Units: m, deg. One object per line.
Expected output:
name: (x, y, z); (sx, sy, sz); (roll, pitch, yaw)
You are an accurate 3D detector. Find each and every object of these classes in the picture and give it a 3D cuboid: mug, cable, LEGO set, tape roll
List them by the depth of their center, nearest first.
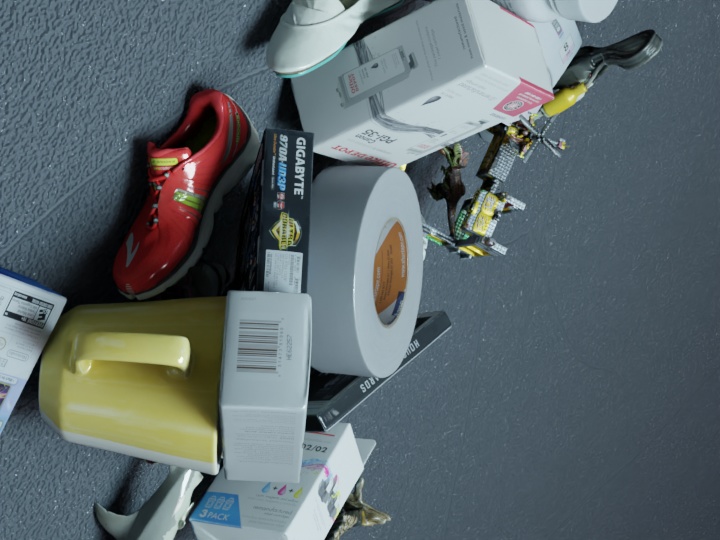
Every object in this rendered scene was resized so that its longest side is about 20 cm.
mug: (-0.188, 0.078, 1.290); (0.150, 0.152, 0.187); (-86, -178, -47)
tape roll: (0.000, 0.000, 1.472); (0.200, 0.066, 0.202); (5, 90, -70)
LEGO set: (0.111, -0.104, 1.576); (0.153, 0.116, 0.201); (36, 76, -15)
cable: (0.279, -0.232, 1.757); (0.050, 0.199, 0.097); (51, 51, -19)

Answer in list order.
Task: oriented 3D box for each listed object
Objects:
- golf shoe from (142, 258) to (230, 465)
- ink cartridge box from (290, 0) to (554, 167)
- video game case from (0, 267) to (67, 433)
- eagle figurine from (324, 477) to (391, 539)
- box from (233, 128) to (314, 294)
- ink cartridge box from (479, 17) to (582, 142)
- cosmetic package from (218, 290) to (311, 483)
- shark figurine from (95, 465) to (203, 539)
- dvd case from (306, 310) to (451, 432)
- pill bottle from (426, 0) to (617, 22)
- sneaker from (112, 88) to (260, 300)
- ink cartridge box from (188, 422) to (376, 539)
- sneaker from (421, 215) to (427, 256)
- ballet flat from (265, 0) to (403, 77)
golf shoe: (-0.163, 0.087, 1.427); (0.092, 0.072, 0.201); (-11, 121, -53)
ink cartridge box: (0.057, -0.171, 1.435); (0.146, 0.199, 0.083); (11, 61, -57)
video game case: (-0.341, 0.072, 1.187); (0.200, 0.045, 0.182); (28, 88, -58)
eagle figurine: (-0.060, 0.299, 1.638); (0.200, 0.151, 0.152); (-33, 165, -43)
box: (-0.080, -0.007, 1.354); (0.200, 0.046, 0.160); (115, -21, -63)
ink cartridge box: (0.164, -0.248, 1.680); (0.163, 0.057, 0.200); (-56, 152, -12)
cosmetic package: (-0.078, 0.101, 1.278); (0.200, 0.073, 0.102); (95, -2, -67)
shark figurine: (-0.204, 0.223, 1.471); (0.128, 0.089, 0.216); (-73, -172, -73)
dvd case: (-0.018, 0.105, 1.587); (0.200, 0.150, 0.025); (-38, 108, -35)
pill bottle: (0.144, -0.298, 1.459); (0.113, 0.199, 0.114); (-29, 128, -46)
sneaker: (-0.165, -0.070, 1.324); (0.201, 0.077, 0.085); (-63, 144, -20)
ink cartridge box: (-0.075, 0.213, 1.571); (0.200, 0.114, 0.068); (-57, 141, -45)
sneaker: (-0.002, 0.002, 1.605); (0.200, 0.075, 0.081); (-51, 136, -21)
ballet flat: (-0.024, -0.244, 1.399); (0.200, 0.069, 0.070); (-42, 143, -41)
